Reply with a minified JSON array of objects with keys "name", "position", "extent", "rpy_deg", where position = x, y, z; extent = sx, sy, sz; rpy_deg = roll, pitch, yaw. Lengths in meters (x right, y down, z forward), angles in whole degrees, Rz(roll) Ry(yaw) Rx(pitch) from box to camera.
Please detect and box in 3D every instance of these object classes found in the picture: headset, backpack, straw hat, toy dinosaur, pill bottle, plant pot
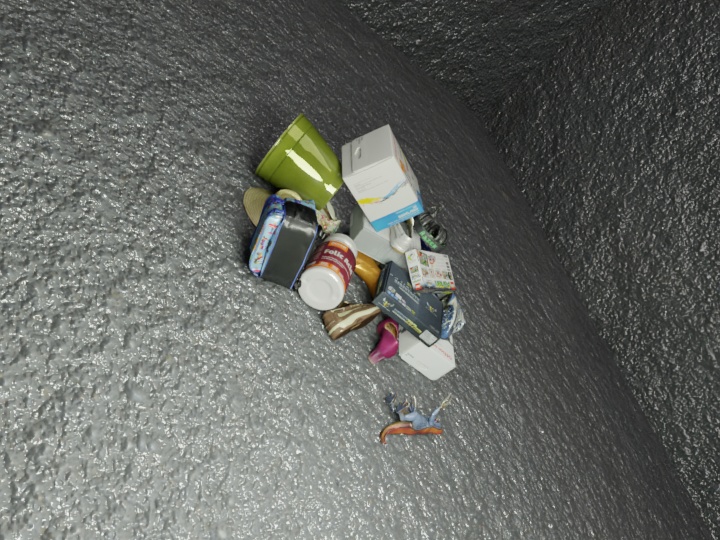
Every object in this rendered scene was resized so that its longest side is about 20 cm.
[{"name":"headset","position":[0.208,-0.128,1.581],"extent":[0.123,0.094,0.200],"rpy_deg":[45,21,-11]},{"name":"backpack","position":[-0.170,-0.084,1.247],"extent":[0.133,0.184,0.201],"rpy_deg":[19,27,-18]},{"name":"straw hat","position":[-0.187,-0.154,1.385],"extent":[0.200,0.085,0.202],"rpy_deg":[35,33,-27]},{"name":"toy dinosaur","position":[0.127,0.361,1.314],"extent":[0.201,0.104,0.182],"rpy_deg":[-52,120,-23]},{"name":"pill bottle","position":[-0.073,-0.004,1.352],"extent":[0.114,0.114,0.201],"rpy_deg":[43,30,-14]},{"name":"plant pot","position":[-0.138,-0.266,1.440],"extent":[0.192,0.200,0.201],"rpy_deg":[39,31,-9]}]

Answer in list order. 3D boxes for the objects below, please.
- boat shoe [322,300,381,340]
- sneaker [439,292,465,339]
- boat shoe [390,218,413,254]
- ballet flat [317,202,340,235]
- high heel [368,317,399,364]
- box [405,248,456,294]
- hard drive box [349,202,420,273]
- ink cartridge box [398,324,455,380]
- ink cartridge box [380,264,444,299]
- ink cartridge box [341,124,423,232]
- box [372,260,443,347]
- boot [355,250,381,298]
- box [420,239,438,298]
[{"name":"boat shoe","position":[-0.020,0.103,1.355],"extent":[0.075,0.075,0.202],"rpy_deg":[52,29,13]},{"name":"sneaker","position":[0.257,0.138,1.532],"extent":[0.085,0.077,0.200],"rpy_deg":[49,29,-11]},{"name":"boat shoe","position":[0.116,-0.134,1.516],"extent":[0.070,0.069,0.202],"rpy_deg":[19,41,-27]},{"name":"ballet flat","position":[-0.119,-0.189,1.543],"extent":[0.201,0.064,0.075],"rpy_deg":[55,29,7]},{"name":"high heel","position":[0.083,0.160,1.411],"extent":[0.068,0.096,0.200],"rpy_deg":[50,29,-2]},{"name":"box","position":[0.195,0.006,1.509],"extent":[0.199,0.034,0.112],"rpy_deg":[7,68,-56]},{"name":"hard drive box","position":[0.071,-0.100,1.563],"extent":[0.198,0.077,0.157],"rpy_deg":[28,37,-20]},{"name":"ink cartridge box","position":[0.183,0.180,1.542],"extent":[0.145,0.084,0.201],"rpy_deg":[37,32,-24]},{"name":"ink cartridge box","position":[0.162,0.013,1.697],"extent":[0.199,0.084,0.177],"rpy_deg":[18,41,-45]},{"name":"ink cartridge box","position":[0.056,-0.238,1.437],"extent":[0.200,0.143,0.148],"rpy_deg":[53,23,-41]},{"name":"box","position":[0.129,0.085,1.448],"extent":[0.199,0.051,0.158],"rpy_deg":[40,30,-12]},{"name":"boot","position":[0.000,-0.001,1.514],"extent":[0.143,0.071,0.203],"rpy_deg":[25,35,-29]},{"name":"box","position":[0.200,-0.017,1.631],"extent":[0.121,0.032,0.201],"rpy_deg":[50,22,-24]}]
